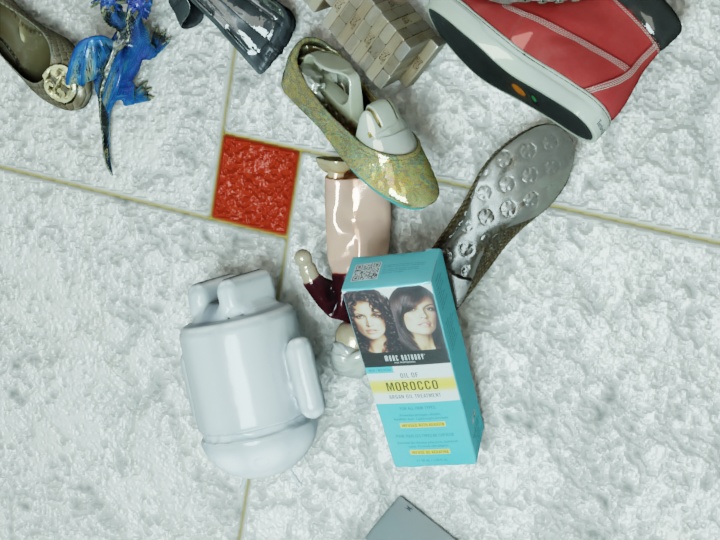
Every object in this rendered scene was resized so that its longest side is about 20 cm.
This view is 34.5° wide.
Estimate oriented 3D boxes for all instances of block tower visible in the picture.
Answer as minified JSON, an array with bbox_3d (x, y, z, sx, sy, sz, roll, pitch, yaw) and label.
[{"bbox_3d":[-0.015,-0.250,1.022,0.200,0.058,0.054,48,128,5],"label":"block tower"}]

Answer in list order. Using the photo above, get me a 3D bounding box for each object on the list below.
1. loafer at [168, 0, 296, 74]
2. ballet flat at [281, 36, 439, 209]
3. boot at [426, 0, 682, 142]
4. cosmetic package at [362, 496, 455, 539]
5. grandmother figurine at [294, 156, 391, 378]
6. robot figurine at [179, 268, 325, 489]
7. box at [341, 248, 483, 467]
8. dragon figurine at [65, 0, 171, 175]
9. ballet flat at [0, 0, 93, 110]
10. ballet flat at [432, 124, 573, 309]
[{"bbox_3d":[-0.152,-0.257,1.065,0.199,0.068,0.071,36,98,7],"label":"loafer"},{"bbox_3d":[-0.001,-0.134,1.006,0.200,0.070,0.071,47,110,29],"label":"ballet flat"},{"bbox_3d":[0.163,-0.216,0.978,0.199,0.072,0.145,37,85,25],"label":"boot"},{"bbox_3d":[0.047,0.359,1.062,0.198,0.123,0.202,36,106,10],"label":"cosmetic package"},{"bbox_3d":[0.000,0.000,1.061,0.119,0.061,0.204,3,101,3],"label":"grandmother figurine"},{"bbox_3d":[-0.102,0.104,1.078,0.168,0.112,0.204,-6,96,42],"label":"robot figurine"},{"bbox_3d":[0.049,0.081,1.014,0.081,0.049,0.203,-5,123,18],"label":"box"},{"bbox_3d":[-0.234,-0.187,1.086,0.058,0.099,0.202,32,109,11],"label":"dragon figurine"},{"bbox_3d":[-0.339,-0.231,1.138,0.200,0.046,0.068,47,112,10],"label":"ballet flat"},{"bbox_3d":[0.114,-0.044,1.019,0.067,0.046,0.201,35,103,-1],"label":"ballet flat"}]
